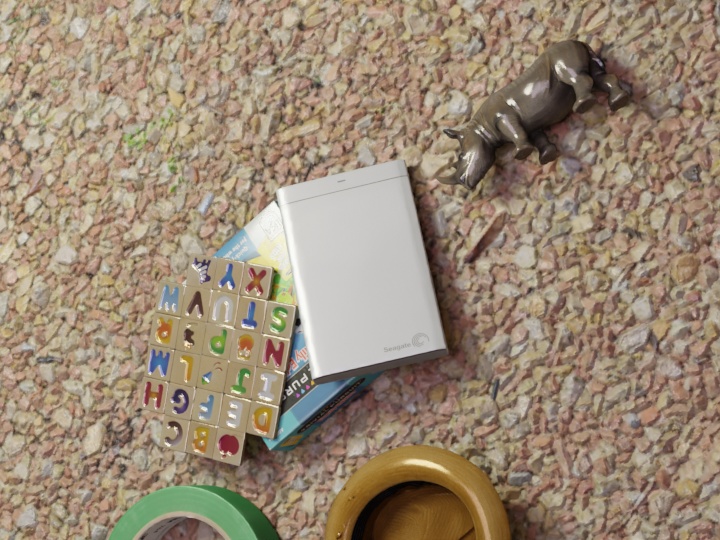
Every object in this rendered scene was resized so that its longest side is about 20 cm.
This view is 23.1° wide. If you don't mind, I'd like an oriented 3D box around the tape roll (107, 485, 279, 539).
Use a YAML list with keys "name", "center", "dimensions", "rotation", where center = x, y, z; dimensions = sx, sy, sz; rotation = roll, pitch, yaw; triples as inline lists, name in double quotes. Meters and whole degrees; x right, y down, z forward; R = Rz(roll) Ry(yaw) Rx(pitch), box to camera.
- name: "tape roll"
  center: [-0.169, 0.317, 1.779]
  dimensions: [0.200, 0.048, 0.201]
  rotation: [-3, 83, 26]

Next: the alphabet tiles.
- name: "alphabet tiles"
  center: [-0.144, 0.088, 1.764]
  dimensions: [0.166, 0.006, 0.201]
  rotation: [10, 91, 28]

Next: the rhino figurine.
- name: "rhino figurine"
  center: [0.151, -0.141, 1.664]
  dimensions: [0.200, 0.060, 0.088]
  rotation: [-36, 56, 20]

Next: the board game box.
- name: "board game box"
  center: [-0.078, 0.055, 1.764]
  dimensions: [0.151, 0.047, 0.200]
  rotation: [-41, 68, 17]

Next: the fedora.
- name: "fedora"
  center: [0.064, 0.258, 1.652]
  dimensions: [0.200, 0.082, 0.201]
  rotation: [-2, 87, 31]

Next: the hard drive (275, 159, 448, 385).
- name: "hard drive"
  center: [0.000, 0.000, 1.706]
  dimensions: [0.132, 0.027, 0.200]
  rotation: [-13, 70, 3]
